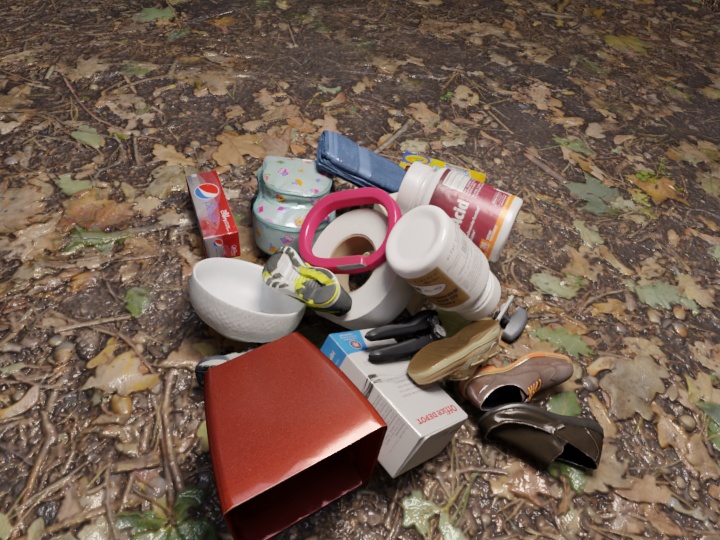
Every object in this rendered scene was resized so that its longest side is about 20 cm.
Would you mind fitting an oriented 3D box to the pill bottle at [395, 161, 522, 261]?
[{"bbox_3d":[0.166,-0.106,0.900,0.197,0.116,0.115,25,48,15],"label":"pill bottle"}]

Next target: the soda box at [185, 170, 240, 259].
[{"bbox_3d":[-0.298,-0.114,1.052,0.069,0.064,0.202,-13,51,-19],"label":"soda box"}]

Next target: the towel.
[{"bbox_3d":[0.004,-0.206,1.052,0.197,0.049,0.113,22,40,-21],"label":"towel"}]

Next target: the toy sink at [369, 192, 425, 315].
[{"bbox_3d":[0.110,-0.038,0.996,0.110,0.132,0.201,-15,50,-22],"label":"toy sink"}]

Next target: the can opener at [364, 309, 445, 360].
[{"bbox_3d":[0.071,0.105,0.805,0.198,0.078,0.065,-11,76,-57],"label":"can opener"}]

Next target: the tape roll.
[{"bbox_3d":[0.000,0.000,0.905,0.199,0.070,0.207,-14,64,30],"label":"tape roll"}]

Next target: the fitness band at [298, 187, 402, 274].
[{"bbox_3d":[-0.020,-0.067,0.883,0.196,0.037,0.147,-2,67,33],"label":"fitness band"}]

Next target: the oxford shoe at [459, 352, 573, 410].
[{"bbox_3d":[0.262,0.186,0.835,0.195,0.073,0.073,-13,22,-10],"label":"oxford shoe"}]

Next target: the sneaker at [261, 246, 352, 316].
[{"bbox_3d":[-0.091,0.027,0.861,0.199,0.085,0.075,29,78,45],"label":"sneaker"}]

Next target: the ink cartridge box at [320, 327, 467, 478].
[{"bbox_3d":[0.039,0.184,0.768,0.200,0.085,0.145,45,23,29],"label":"ink cartridge box"}]

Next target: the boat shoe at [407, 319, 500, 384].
[{"bbox_3d":[0.153,0.136,0.796,0.197,0.066,0.071,-20,12,-36],"label":"boat shoe"}]

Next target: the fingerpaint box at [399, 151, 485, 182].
[{"bbox_3d":[0.167,-0.170,1.167,0.196,0.074,0.168,19,47,9],"label":"fingerpaint box"}]

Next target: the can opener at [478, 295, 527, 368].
[{"bbox_3d":[0.239,0.122,0.917,0.066,0.054,0.200,29,51,17],"label":"can opener"}]

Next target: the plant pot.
[{"bbox_3d":[-0.101,0.204,0.669,0.197,0.202,0.178,-20,57,-21],"label":"plant pot"}]

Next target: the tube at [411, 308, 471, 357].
[{"bbox_3d":[0.140,0.120,0.912,0.058,0.052,0.200,50,46,-10],"label":"tube"}]

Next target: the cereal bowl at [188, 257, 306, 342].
[{"bbox_3d":[-0.191,0.059,0.867,0.196,0.085,0.201,20,17,-6],"label":"cereal bowl"}]

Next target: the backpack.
[{"bbox_3d":[-0.130,-0.124,1.029,0.171,0.155,0.203,6,49,-11],"label":"backpack"}]

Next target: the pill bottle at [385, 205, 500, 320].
[{"bbox_3d":[0.138,-0.002,0.821,0.113,0.199,0.116,-25,47,30],"label":"pill bottle"}]

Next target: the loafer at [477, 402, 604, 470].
[{"bbox_3d":[0.275,0.253,0.784,0.195,0.074,0.072,8,46,0],"label":"loafer"}]

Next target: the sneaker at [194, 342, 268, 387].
[{"bbox_3d":[-0.159,0.156,0.825,0.195,0.079,0.087,6,33,-13],"label":"sneaker"}]
